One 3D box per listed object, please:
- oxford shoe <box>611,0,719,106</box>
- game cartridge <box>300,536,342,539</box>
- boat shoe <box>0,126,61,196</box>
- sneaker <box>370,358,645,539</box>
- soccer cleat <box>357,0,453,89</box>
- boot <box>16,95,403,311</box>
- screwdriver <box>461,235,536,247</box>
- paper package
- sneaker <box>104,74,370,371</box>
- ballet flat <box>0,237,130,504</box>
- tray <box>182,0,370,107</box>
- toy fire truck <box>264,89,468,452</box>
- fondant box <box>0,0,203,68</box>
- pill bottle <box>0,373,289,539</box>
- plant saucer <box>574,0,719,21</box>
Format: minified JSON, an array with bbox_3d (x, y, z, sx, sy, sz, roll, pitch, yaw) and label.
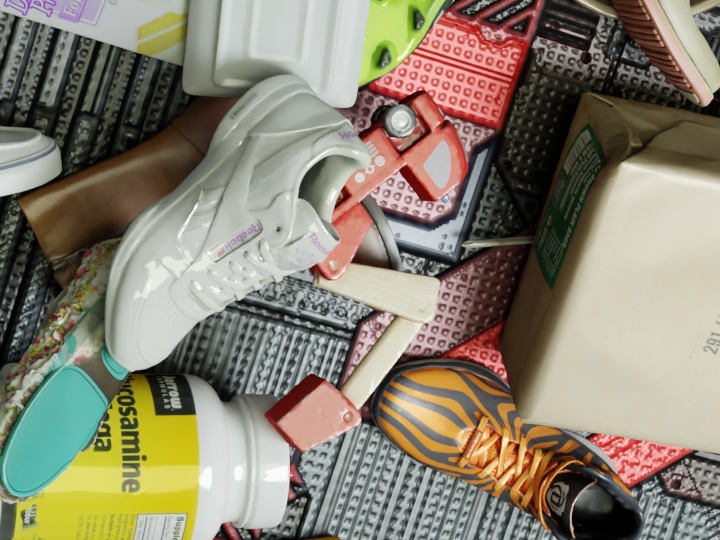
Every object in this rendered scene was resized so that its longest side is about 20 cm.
[{"bbox_3d":[0.190,-0.198,1.666,0.074,0.071,0.201,-31,110,-9],"label":"oxford shoe"},{"bbox_3d":[-0.105,0.270,1.756,0.199,0.032,0.177,-4,105,-12],"label":"game cartridge"},{"bbox_3d":[-0.279,-0.079,1.592,0.199,0.074,0.066,-4,109,-16],"label":"boat shoe"},{"bbox_3d":[0.106,0.123,1.731,0.199,0.112,0.078,24,96,-20],"label":"sneaker"},{"bbox_3d":[0.026,-0.178,1.645,0.200,0.081,0.068,-42,99,-2],"label":"soccer cleat"},{"bbox_3d":[-0.088,-0.013,1.666,0.200,0.068,0.189,-33,110,-5],"label":"boot"},{"bbox_3d":[0.163,-0.020,1.754,0.199,0.028,0.029,-9,92,-15],"label":"screwdriver"},{"bbox_3d":[0.205,0.008,1.711,0.190,0.104,0.201,9,118,-17],"label":"paper package"},{"bbox_3d":[-0.074,-0.018,1.548,0.200,0.100,0.075,-54,149,1],"label":"sneaker"},{"bbox_3d":[-0.177,0.058,1.588,0.200,0.064,0.076,-55,136,-32],"label":"ballet flat"},{"bbox_3d":[-0.045,-0.175,1.545,0.107,0.022,0.201,5,129,-4],"label":"tray"},{"bbox_3d":[0.000,0.000,1.627,0.200,0.049,0.141,-38,99,-8],"label":"toy fire truck"},{"bbox_3d":[-0.127,-0.204,1.571,0.199,0.058,0.145,17,128,-13],"label":"fondant box"},{"bbox_3d":[-0.150,0.121,1.658,0.199,0.112,0.113,0,104,-16],"label":"pill bottle"},{"bbox_3d":[0.188,-0.260,1.701,0.199,0.029,0.201,-4,105,-14],"label":"plant saucer"}]
